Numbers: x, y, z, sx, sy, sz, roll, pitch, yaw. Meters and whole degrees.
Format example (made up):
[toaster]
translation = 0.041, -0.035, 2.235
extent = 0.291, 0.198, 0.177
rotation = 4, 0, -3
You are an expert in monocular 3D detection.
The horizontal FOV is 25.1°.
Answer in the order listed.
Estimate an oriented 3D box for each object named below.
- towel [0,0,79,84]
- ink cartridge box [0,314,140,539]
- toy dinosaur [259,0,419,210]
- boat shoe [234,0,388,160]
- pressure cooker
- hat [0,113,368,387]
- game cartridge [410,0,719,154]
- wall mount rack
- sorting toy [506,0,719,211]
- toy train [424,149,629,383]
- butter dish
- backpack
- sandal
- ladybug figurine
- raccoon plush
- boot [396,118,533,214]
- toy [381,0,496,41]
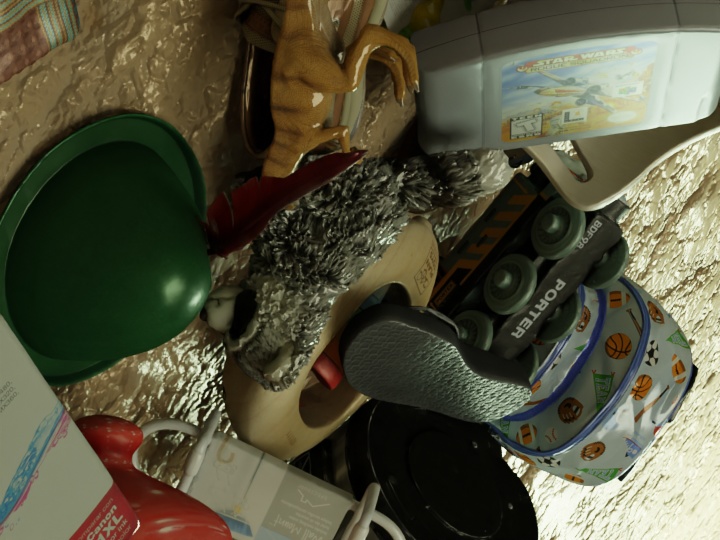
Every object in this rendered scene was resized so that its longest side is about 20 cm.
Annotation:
[towel]
translation = -0.198, -0.154, 0.727
extent = 0.146, 0.022, 0.201
rotation = -40, 145, -28
[ink cartridge box]
translation = -0.209, 0.072, 0.788
extent = 0.083, 0.145, 0.201
rotation = -47, 148, -20
[toy dinosaur]
translation = -0.024, -0.117, 0.875
extent = 0.105, 0.061, 0.202
rotation = -2, 115, -9
[boat shoe]
translation = -0.032, -0.147, 0.924
extent = 0.071, 0.075, 0.202
rotation = -25, 133, -37
[pressure cooker]
translation = 0.010, 0.209, 1.173
extent = 0.200, 0.179, 0.175
rotation = -45, 167, 33
[hat]
translation = -0.092, 0.018, 0.878
extent = 0.166, 0.175, 0.201
rotation = -48, 148, -20
[game cartridge]
translation = 0.130, -0.124, 0.997
extent = 0.197, 0.042, 0.133
rotation = -8, 161, 2
[wall mount rack]
translation = -0.076, 0.188, 1.038
extent = 0.075, 0.198, 0.175
rotation = -69, -176, -64
[sorting toy]
translation = 0.163, -0.145, 1.093
extent = 0.200, 0.107, 0.181
rotation = 41, 81, -14
[toy train]
translation = 0.111, 0.003, 1.193
extent = 0.085, 0.114, 0.201
rotation = 28, 106, -40
[butter dish]
translation = -0.158, 0.158, 0.931
extent = 0.199, 0.198, 0.150
rotation = 27, 72, -63
[backpack]
translation = 0.163, 0.070, 1.284
extent = 0.153, 0.190, 0.201
rotation = 27, 95, -43
[sandal]
translation = 0.046, 0.060, 1.100
extent = 0.076, 0.043, 0.200
rotation = -29, 150, 21
[ladybug figurine]
translation = -0.024, 0.036, 1.097
extent = 0.200, 0.072, 0.136
rotation = -48, 149, -17
[raccoon plush]
translation = 0.000, 0.000, 0.981
extent = 0.097, 0.197, 0.136
rotation = 29, 53, -80
[boot]
translation = 0.098, -0.092, 1.160
extent = 0.200, 0.074, 0.097
rotation = -48, 145, -21
[toy]
translation = 0.067, -0.222, 1.025
extent = 0.201, 0.047, 0.115
rotation = -59, 152, -13
